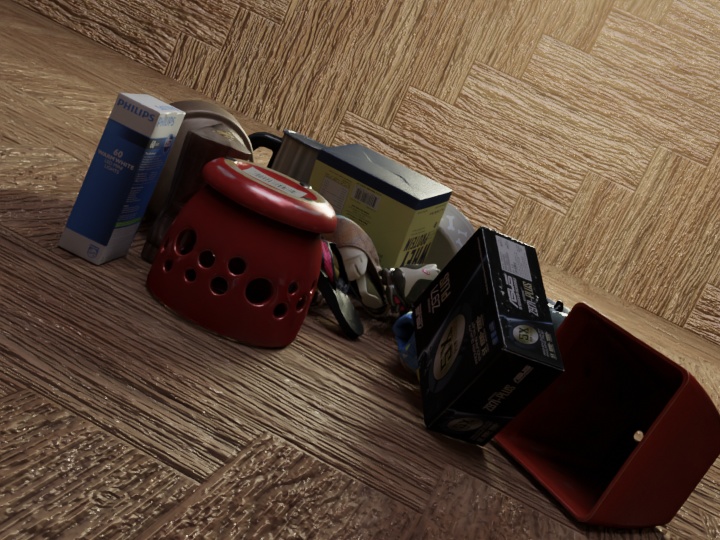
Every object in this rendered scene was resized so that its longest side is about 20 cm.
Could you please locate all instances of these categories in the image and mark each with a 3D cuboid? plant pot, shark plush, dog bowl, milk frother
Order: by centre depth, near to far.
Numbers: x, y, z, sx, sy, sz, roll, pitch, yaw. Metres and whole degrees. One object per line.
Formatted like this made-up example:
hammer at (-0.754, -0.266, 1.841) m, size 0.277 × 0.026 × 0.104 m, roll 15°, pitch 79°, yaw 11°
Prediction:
plant pot at (0.313, 0.190, 1.193) m, size 0.176 × 0.200 × 0.200 m, roll 30°, pitch 6°, yaw -35°
plant pot at (-0.139, -0.028, 1.226) m, size 0.200 × 0.183 × 0.200 m, roll 23°, pitch 13°, yaw -6°
shark plush at (0.273, 0.090, 1.344) m, size 0.083 × 0.091 × 0.200 m, roll -8°, pitch 54°, yaw -16°
plant pot at (-0.233, -0.120, 1.444) m, size 0.200 × 0.201 × 0.175 m, roll 17°, pitch 23°, yaw -35°
milk frother at (-0.133, -0.133, 1.693) m, size 0.180 × 0.189 × 0.200 m, roll 20°, pitch 12°, yaw -22°
dog bowl at (0.115, -0.026, 1.755) m, size 0.200 × 0.201 × 0.059 m, roll 30°, pitch 37°, yaw 24°

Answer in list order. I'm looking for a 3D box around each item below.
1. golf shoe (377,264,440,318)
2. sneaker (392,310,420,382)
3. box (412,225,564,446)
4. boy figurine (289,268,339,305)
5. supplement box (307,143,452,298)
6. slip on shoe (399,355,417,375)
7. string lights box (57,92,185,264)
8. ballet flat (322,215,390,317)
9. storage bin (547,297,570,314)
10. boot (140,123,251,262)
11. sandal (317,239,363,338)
golf shoe at (0.092, 0.039, 1.543) m, size 0.200 × 0.088 × 0.077 m, roll 45°, pitch 28°, yaw -72°
sneaker at (0.107, 0.073, 1.353) m, size 0.105 × 0.076 × 0.200 m, roll 40°, pitch 36°, yaw -8°
box at (0.145, 0.077, 1.199) m, size 0.086 × 0.164 × 0.200 m, roll 20°, pitch 41°, yaw -22°
boy figurine at (-0.082, -0.003, 1.495) m, size 0.124 × 0.064 × 0.200 m, roll 53°, pitch 15°, yaw 8°
supplement box at (0.011, -0.078, 1.668) m, size 0.200 × 0.200 × 0.134 m, roll 29°, pitch 23°, yaw 21°
slip on shoe at (0.090, 0.103, 1.436) m, size 0.074 × 0.061 × 0.200 m, roll 45°, pitch 24°, yaw -5°
string lights box at (-0.290, -0.114, 1.229) m, size 0.059 × 0.201 × 0.103 m, roll 25°, pitch 10°, yaw 3°
ballet flat at (0.000, 0.000, 1.516) m, size 0.200 × 0.068 × 0.067 m, roll 54°, pitch 27°, yaw -41°
storage bin at (0.219, 0.089, 1.567) m, size 0.199 × 0.135 × 0.146 m, roll 24°, pitch 11°, yaw -10°
boot at (-0.181, -0.088, 1.343) m, size 0.186 × 0.201 × 0.064 m, roll 13°, pitch 16°, yaw -43°
sandal at (-0.040, 0.002, 1.417) m, size 0.200 × 0.045 × 0.075 m, roll 59°, pitch 19°, yaw 17°
